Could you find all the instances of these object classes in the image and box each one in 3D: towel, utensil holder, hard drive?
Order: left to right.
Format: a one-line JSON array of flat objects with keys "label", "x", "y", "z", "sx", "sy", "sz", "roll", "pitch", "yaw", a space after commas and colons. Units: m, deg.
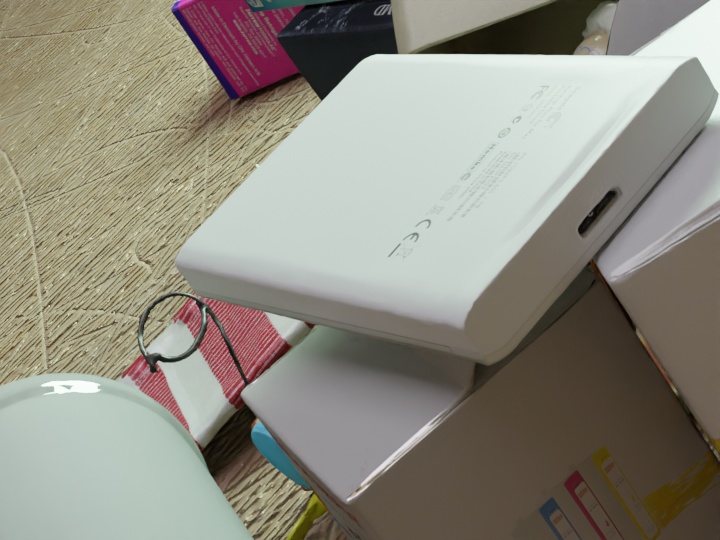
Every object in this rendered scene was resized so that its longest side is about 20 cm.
[{"label": "utensil holder", "x": -0.122, "y": 0.162, "z": 0.850, "sx": 0.170, "sy": 0.171, "sz": 0.200, "roll": -40, "pitch": 28, "yaw": -7}, {"label": "towel", "x": -0.116, "y": 0.077, "z": 1.117, "sx": 0.200, "sy": 0.023, "sz": 0.144, "roll": -47, "pitch": 26, "yaw": 2}, {"label": "hard drive", "x": 0.024, "y": -0.031, "z": 0.678, "sx": 0.132, "sy": 0.026, "sz": 0.199, "roll": -47, "pitch": 27, "yaw": -20}]

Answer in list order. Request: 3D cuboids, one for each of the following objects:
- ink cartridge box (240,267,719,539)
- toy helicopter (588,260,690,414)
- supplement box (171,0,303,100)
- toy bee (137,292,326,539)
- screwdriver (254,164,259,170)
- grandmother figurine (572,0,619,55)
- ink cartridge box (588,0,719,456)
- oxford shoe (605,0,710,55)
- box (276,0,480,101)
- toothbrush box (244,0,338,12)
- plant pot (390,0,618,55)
[{"label": "ink cartridge box", "x": 0.055, "y": 0.079, "z": 0.717, "sx": 0.125, "sy": 0.201, "sz": 0.128, "roll": -40, "pitch": 25, "yaw": -9}, {"label": "toy helicopter", "x": 0.149, "y": -0.011, "z": 0.905, "sx": 0.131, "sy": 0.079, "sz": 0.202, "roll": -12, "pitch": 47, "yaw": 30}, {"label": "supplement box", "x": -0.042, "y": -0.237, "z": 1.499, "sx": 0.198, "sy": 0.104, "sz": 0.102, "roll": -18, "pitch": 30, "yaw": 32}, {"label": "toy bee", "x": -0.012, "y": 0.083, "z": 0.941, "sx": 0.130, "sy": 0.109, "sz": 0.200, "roll": -35, "pitch": 51, "yaw": -7}, {"label": "screwdriver", "x": 0.000, "y": 0.000, "z": 0.998, "sx": 0.028, "sy": 0.029, "sz": 0.200, "roll": -48, "pitch": 66, "yaw": 6}, {"label": "grandmother figurine", "x": 0.098, "y": -0.040, "z": 0.895, "sx": 0.121, "sy": 0.060, "sz": 0.202, "roll": 23, "pitch": 86, "yaw": 40}, {"label": "ink cartridge box", "x": 0.181, "y": 0.006, "z": 0.678, "sx": 0.145, "sy": 0.201, "sz": 0.147, "roll": -33, "pitch": 25, "yaw": 8}, {"label": "oxford shoe", "x": 0.155, "y": -0.052, "z": 0.832, "sx": 0.071, "sy": 0.071, "sz": 0.203, "roll": -8, "pitch": 75, "yaw": 21}, {"label": "box", "x": 0.083, "y": -0.184, "z": 1.230, "sx": 0.200, "sy": 0.118, "sz": 0.196, "roll": -49, "pitch": 28, "yaw": -22}, {"label": "toothbrush box", "x": -0.003, "y": -0.260, "z": 1.234, "sx": 0.147, "sy": 0.086, "sz": 0.199, "roll": -48, "pitch": 27, "yaw": -20}, {"label": "plant pot", "x": 0.112, "y": -0.198, "z": 1.001, "sx": 0.198, "sy": 0.179, "sz": 0.200, "roll": -19, "pitch": -17, "yaw": 11}]
